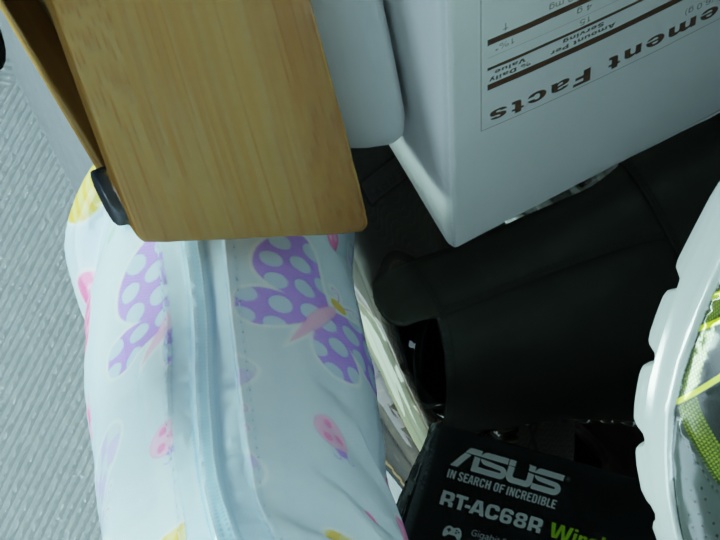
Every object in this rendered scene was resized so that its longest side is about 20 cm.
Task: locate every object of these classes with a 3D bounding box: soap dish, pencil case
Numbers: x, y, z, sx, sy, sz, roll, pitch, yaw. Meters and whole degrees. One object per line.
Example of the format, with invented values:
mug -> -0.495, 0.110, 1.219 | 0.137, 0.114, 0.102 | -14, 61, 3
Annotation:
soap dish -> -0.071, -0.115, 0.679 | 0.200, 0.081, 0.158 | 56, 169, 36
pencil case -> -0.031, 0.041, 0.691 | 0.200, 0.083, 0.091 | -102, 13, -50

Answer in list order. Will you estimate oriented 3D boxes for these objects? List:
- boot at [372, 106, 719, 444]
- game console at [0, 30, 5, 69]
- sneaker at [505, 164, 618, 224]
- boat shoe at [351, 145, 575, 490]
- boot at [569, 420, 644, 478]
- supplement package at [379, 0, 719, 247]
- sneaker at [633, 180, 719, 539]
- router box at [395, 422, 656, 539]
boot -> 0.077, 0.033, 0.809 | 0.078, 0.138, 0.201 | 57, 168, 42
game console -> -0.168, -0.104, 0.628 | 0.171, 0.118, 0.200 | 56, 168, 33
sneaker -> 0.069, -0.026, 0.877 | 0.200, 0.086, 0.075 | 95, 151, -69
boat shoe -> 0.000, 0.000, 0.836 | 0.073, 0.074, 0.201 | -19, 99, 47
boot -> 0.062, 0.043, 0.961 | 0.200, 0.072, 0.166 | 40, -175, 40
supplement package -> 0.044, -0.120, 0.664 | 0.122, 0.119, 0.200 | 59, 169, 23
sneaker -> 0.114, 0.003, 0.572 | 0.085, 0.074, 0.201 | -147, 58, -60
router box -> 0.103, 0.119, 0.756 | 0.150, 0.199, 0.062 | 91, -163, -67
